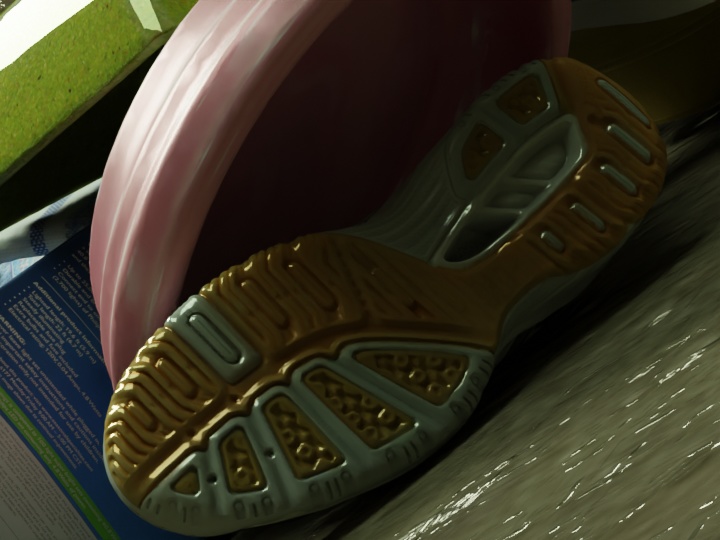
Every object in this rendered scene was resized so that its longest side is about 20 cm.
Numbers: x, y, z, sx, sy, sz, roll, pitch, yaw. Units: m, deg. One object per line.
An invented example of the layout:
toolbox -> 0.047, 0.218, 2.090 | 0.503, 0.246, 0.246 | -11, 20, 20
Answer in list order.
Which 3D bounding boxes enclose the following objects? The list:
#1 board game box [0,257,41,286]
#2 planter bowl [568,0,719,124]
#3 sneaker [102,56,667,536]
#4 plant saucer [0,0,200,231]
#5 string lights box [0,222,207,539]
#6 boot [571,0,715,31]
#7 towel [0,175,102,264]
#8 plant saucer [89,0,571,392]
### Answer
board game box -> -0.139, 0.029, 1.166 | 0.200, 0.026, 0.200 | -43, 27, 15
planter bowl -> 0.117, -0.115, 1.132 | 0.200, 0.083, 0.200 | -27, 25, 14
sneaker -> 0.007, 0.022, 0.822 | 0.200, 0.076, 0.088 | -35, -13, -29
plant saucer -> -0.064, -0.084, 0.957 | 0.200, 0.048, 0.200 | -32, -2, -44
string lights box -> -0.092, 0.053, 0.898 | 0.059, 0.103, 0.200 | -37, 2, 32
boot -> 0.046, -0.129, 1.029 | 0.200, 0.090, 0.073 | -12, 30, 39
towel -> -0.093, -0.030, 1.072 | 0.200, 0.024, 0.147 | -10, 17, 15
plant saucer -> -0.014, -0.031, 0.871 | 0.201, 0.051, 0.201 | -41, -31, -31
